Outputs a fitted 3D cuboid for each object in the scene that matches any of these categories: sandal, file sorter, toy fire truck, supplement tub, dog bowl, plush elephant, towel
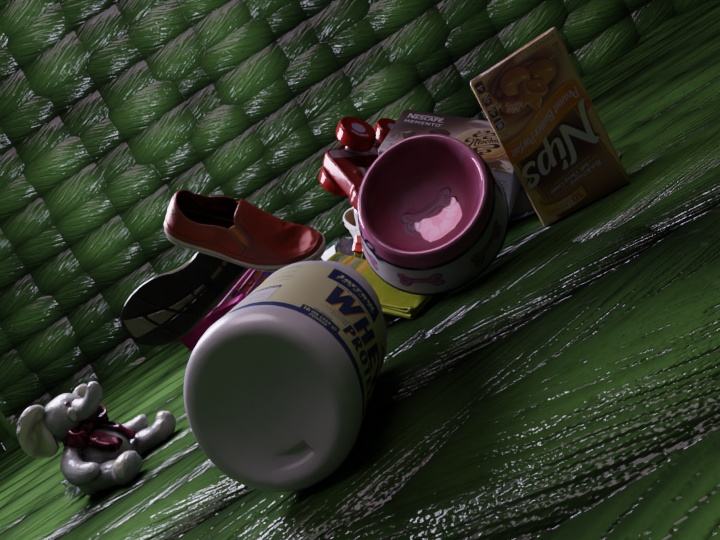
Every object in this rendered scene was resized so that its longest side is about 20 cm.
[{"bbox_3d":[-0.205,0.022,0.772,0.199,0.080,0.057,-39,-2,-12],"label":"sandal"},{"bbox_3d":[-0.129,0.069,0.828,0.198,0.139,0.127,-23,26,49],"label":"file sorter"},{"bbox_3d":[0.037,-0.154,1.001,0.196,0.169,0.114,-11,-39,-40],"label":"toy fire truck"},{"bbox_3d":[-0.052,0.076,0.543,0.143,0.147,0.200,-29,8,17],"label":"supplement tub"},{"bbox_3d":[0.082,-0.078,0.763,0.197,0.203,0.074,-31,-31,4],"label":"dog bowl"},{"bbox_3d":[-0.402,0.237,0.915,0.197,0.157,0.165,-29,8,18],"label":"plush elephant"},{"bbox_3d":[0.013,0.014,0.827,0.196,0.018,0.086,12,45,41],"label":"towel"}]

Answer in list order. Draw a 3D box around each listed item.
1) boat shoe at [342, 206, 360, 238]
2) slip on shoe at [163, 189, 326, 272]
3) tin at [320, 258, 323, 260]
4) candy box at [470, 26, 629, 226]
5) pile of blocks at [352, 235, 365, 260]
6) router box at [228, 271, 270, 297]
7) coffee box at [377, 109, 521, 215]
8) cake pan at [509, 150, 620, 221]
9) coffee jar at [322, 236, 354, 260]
[{"bbox_3d":[0.018,-0.083,1.034,0.071,0.070,0.199,-47,17,-7],"label":"boat shoe"},{"bbox_3d":[-0.135,-0.049,0.729,0.062,0.194,0.075,107,174,-46],"label":"slip on shoe"},{"bbox_3d":[-0.100,0.013,0.990,0.110,0.201,0.043,-16,39,29],"label":"tin"},{"bbox_3d":[0.231,-0.174,0.756,0.114,0.203,0.055,-27,9,23],"label":"candy box"},{"bbox_3d":[0.000,0.000,0.961,0.201,0.060,0.084,103,177,-68],"label":"pile of blocks"},{"bbox_3d":[-0.119,0.026,0.940,0.147,0.199,0.052,-25,33,42],"label":"router box"},{"bbox_3d":[0.134,-0.157,0.889,0.195,0.081,0.114,14,49,22],"label":"coffee box"},{"bbox_3d":[0.294,-0.142,0.937,0.197,0.037,0.200,-32,8,5],"label":"cake pan"},{"bbox_3d":[-0.076,0.020,1.161,0.197,0.107,0.084,-26,-21,39],"label":"coffee jar"}]
